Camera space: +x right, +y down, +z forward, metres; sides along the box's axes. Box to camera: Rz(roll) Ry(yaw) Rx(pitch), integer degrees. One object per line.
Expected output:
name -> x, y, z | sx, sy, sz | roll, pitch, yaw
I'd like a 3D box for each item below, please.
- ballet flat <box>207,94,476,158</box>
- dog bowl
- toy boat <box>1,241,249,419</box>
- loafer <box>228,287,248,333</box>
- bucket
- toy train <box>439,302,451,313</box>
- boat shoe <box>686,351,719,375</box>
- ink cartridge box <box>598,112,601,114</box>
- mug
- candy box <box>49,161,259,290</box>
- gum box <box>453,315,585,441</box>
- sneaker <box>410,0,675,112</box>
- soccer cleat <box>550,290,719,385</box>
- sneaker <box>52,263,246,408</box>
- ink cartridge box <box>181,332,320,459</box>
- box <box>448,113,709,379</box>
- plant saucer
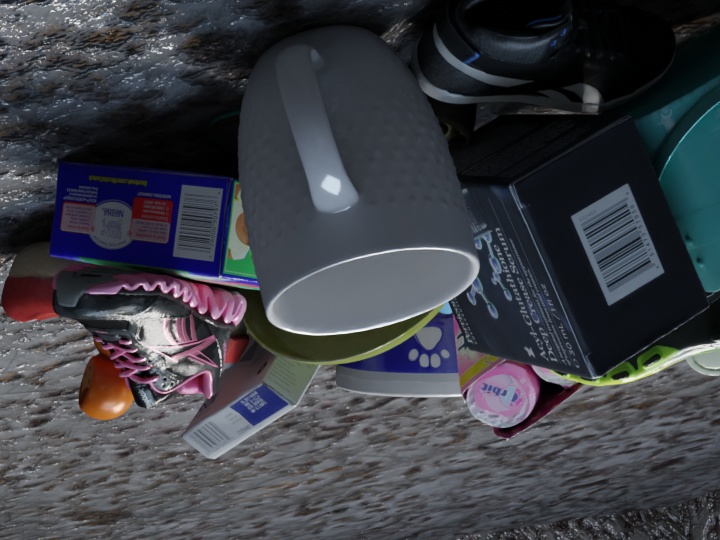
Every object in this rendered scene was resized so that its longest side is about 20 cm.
ballet flat -> -0.010, -0.097, 1.514 | 0.198, 0.069, 0.068 | -14, 163, 0
dog bowl -> 0.074, 0.071, 2.045 | 0.198, 0.080, 0.200 | -1, -175, 0
toy boat -> -0.194, 0.054, 1.672 | 0.198, 0.132, 0.130 | 19, -177, 12
loafer -> -0.102, 0.031, 1.904 | 0.075, 0.069, 0.200 | 0, 159, 36
bucket -> 0.274, -0.093, 1.490 | 0.206, 0.135, 0.207 | -33, -170, 6
toy train -> 0.073, -0.011, 1.773 | 0.114, 0.086, 0.200 | 3, 161, 6
boat shoe -> 0.288, -0.018, 1.657 | 0.071, 0.203, 0.061 | 8, -151, 0
ink cartridge box -> 0.321, -0.094, 1.663 | 0.198, 0.041, 0.200 | -23, 129, 31
mug -> -0.016, -0.074, 1.382 | 0.146, 0.177, 0.200 | -16, 160, 7
candy box -> -0.102, -0.028, 1.558 | 0.168, 0.078, 0.199 | 7, 180, 36
gum box -> 0.161, 0.035, 1.668 | 0.199, 0.114, 0.066 | -38, 115, 21
sneaker -> 0.142, -0.158, 1.418 | 0.198, 0.074, 0.112 | -7, 164, -21
soccer cleat -> 0.228, 0.041, 1.567 | 0.199, 0.065, 0.084 | -16, 178, 27
sneaker -> -0.150, 0.049, 1.487 | 0.078, 0.096, 0.199 | 11, 177, 31
ink cartridge box -> -0.056, 0.050, 1.761 | 0.040, 0.201, 0.199 | 38, 151, -9
box -> 0.131, -0.022, 1.486 | 0.106, 0.150, 0.200 | -30, -166, -18
plant saucer -> 0.000, 0.000, 1.643 | 0.198, 0.201, 0.031 | -17, 134, 14
